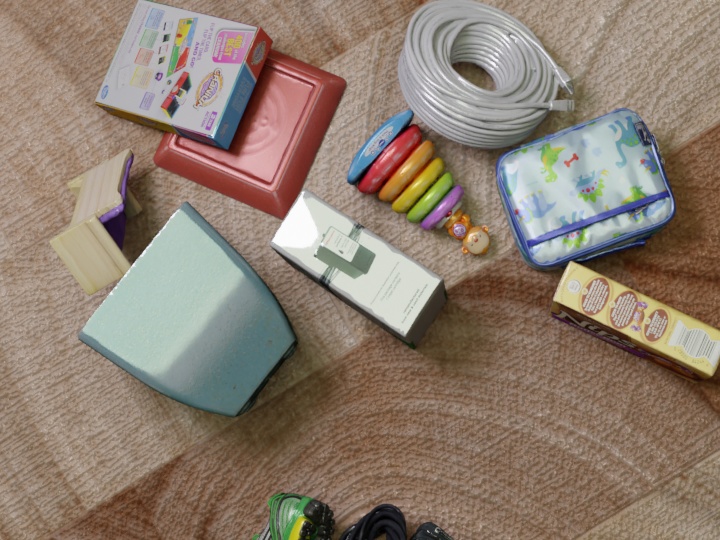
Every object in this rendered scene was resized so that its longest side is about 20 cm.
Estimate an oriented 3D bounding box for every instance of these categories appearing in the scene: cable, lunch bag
[{"bbox_3d":[0.142,-0.241,1.493,0.198,0.069,0.202,-15,64,-26],"label":"cable"},{"bbox_3d":[-0.001,0.361,1.397,0.050,0.163,0.202,26,75,-12],"label":"cable"},{"bbox_3d":[0.273,-0.093,1.486,0.198,0.082,0.163,-18,82,4],"label":"lunch bag"}]

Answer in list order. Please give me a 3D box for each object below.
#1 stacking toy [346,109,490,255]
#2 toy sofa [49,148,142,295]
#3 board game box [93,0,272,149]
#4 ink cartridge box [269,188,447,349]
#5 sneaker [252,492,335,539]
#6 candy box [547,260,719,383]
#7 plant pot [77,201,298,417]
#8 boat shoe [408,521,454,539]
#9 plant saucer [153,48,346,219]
[{"bbox_3d":[0.083,-0.091,1.504,0.200,0.110,0.116,44,90,-1],"label":"stacking toy"},{"bbox_3d":[-0.302,-0.063,1.475,0.097,0.200,0.083,-28,115,6],"label":"toy sofa"},{"bbox_3d":[-0.226,-0.251,1.552,0.198,0.040,0.155,19,82,27],"label":"board game box"},{"bbox_3d":[0.000,0.000,1.464,0.199,0.147,0.084,34,86,11],"label":"ink cartridge box"},{"bbox_3d":[-0.095,0.363,1.457,0.085,0.078,0.202,16,87,40],"label":"sneaker"},{"bbox_3d":[0.321,0.062,1.434,0.198,0.117,0.057,24,84,9],"label":"candy box"},{"bbox_3d":[-0.182,0.067,1.455,0.199,0.196,0.197,38,86,2],"label":"plant pot"},{"bbox_3d":[0.137,0.363,1.425,0.198,0.075,0.066,32,44,-2],"label":"boat shoe"},{"bbox_3d":[-0.145,-0.195,1.568,0.198,0.037,0.202,23,84,9],"label":"plant saucer"}]
